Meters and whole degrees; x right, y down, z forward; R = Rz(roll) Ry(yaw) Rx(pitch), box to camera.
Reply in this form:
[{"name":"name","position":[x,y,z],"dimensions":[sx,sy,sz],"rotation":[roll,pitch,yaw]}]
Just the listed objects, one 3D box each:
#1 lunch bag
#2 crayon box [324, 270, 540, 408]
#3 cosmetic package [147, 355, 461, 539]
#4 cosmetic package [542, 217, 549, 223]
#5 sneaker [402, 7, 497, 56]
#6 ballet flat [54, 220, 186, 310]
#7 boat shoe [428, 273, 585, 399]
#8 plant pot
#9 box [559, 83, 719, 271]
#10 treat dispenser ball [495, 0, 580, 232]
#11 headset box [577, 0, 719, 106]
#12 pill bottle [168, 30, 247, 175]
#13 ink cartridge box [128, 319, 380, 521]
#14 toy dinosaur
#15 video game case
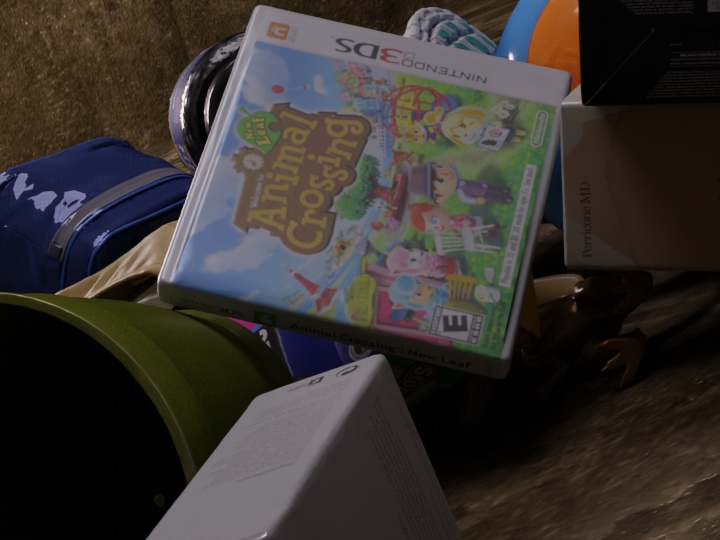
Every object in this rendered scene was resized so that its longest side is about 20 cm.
[{"name":"lunch bag","position":[-0.156,0.028,1.366],"dimensions":[0.136,0.201,0.132],"rotation":[-26,38,-37]},{"name":"crayon box","position":[0.000,0.000,1.184],"dimensions":[0.200,0.058,0.173],"rotation":[-31,45,31]},{"name":"cosmetic package","position":[-0.022,0.120,0.854],"dimensions":[0.074,0.102,0.200],"rotation":[-20,10,20]},{"name":"cosmetic package","position":[0.090,-0.089,1.420],"dimensions":[0.199,0.102,0.074],"rotation":[0,-33,-18]},{"name":"sneaker","position":[0.032,-0.105,1.324],"dimensions":[0.091,0.078,0.200],"rotation":[-53,-10,30]},{"name":"ballet flat","position":[-0.154,0.037,1.236],"dimensions":[0.200,0.069,0.063],"rotation":[-39,20,36]},{"name":"boat shoe","position":[0.042,0.032,1.228],"dimensions":[0.199,0.076,0.072],"rotation":[-20,12,18]},{"name":"plant pot","position":[-0.121,0.096,1.031],"dimensions":[0.199,0.201,0.193],"rotation":[-18,1,25]},{"name":"box","position":[0.207,-0.050,1.074],"dimensions":[0.199,0.096,0.078],"rotation":[-1,13,17]},{"name":"treat dispenser ball","position":[0.179,-0.108,1.276],"dimensions":[0.200,0.202,0.201],"rotation":[-23,11,5]},{"name":"headset box","position":[0.191,-0.138,1.083],"dimensions":[0.148,0.078,0.200],"rotation":[-1,13,9]},{"name":"pill bottle","position":[-0.067,-0.103,1.387],"dimensions":[0.111,0.112,0.200],"rotation":[-25,7,-6]},{"name":"ink cartridge box","position":[-0.073,0.061,1.155],"dimensions":[0.200,0.037,0.095],"rotation":[-40,45,21]},{"name":"toy dinosaur","position":[0.135,0.019,1.145],"dimensions":[0.199,0.061,0.106],"rotation":[-26,10,-14]},{"name":"video game case","position":[0.007,-0.047,1.096],"dimensions":[0.181,0.022,0.201],"rotation":[13,54,5]}]
